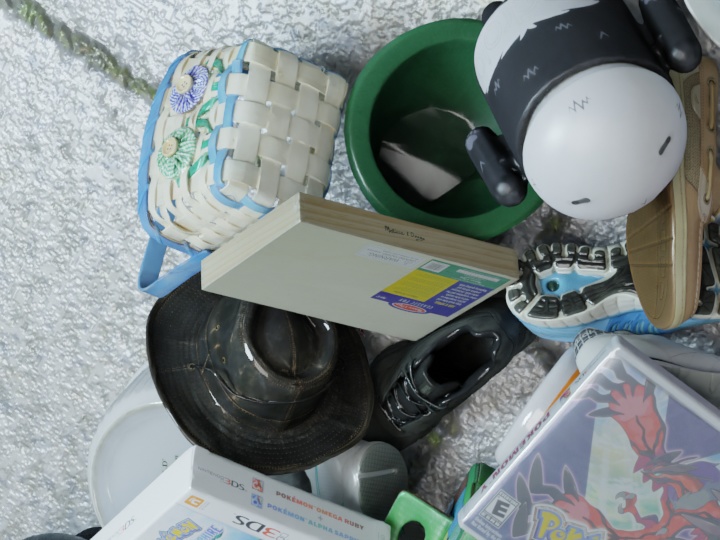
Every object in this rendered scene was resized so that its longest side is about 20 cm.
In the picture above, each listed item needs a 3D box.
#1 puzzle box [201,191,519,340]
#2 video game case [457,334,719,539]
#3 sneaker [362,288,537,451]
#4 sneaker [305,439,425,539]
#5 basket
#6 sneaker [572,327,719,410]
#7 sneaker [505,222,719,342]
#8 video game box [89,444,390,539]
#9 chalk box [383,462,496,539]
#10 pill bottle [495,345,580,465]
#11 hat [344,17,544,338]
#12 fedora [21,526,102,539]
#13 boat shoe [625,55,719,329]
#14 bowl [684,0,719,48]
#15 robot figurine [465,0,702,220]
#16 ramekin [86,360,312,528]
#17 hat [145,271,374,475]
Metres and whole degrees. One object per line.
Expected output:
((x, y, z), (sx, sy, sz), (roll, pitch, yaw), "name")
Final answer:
((0.000, 0.000, 1.670), (0.133, 0.199, 0.026), (-33, 52, 46), "puzzle box")
((0.201, 0.170, 1.633), (0.199, 0.023, 0.183), (36, 108, -13), "video game case")
((0.050, 0.085, 1.773), (0.076, 0.091, 0.200), (46, 118, 1), "sneaker")
((0.007, 0.211, 1.834), (0.080, 0.070, 0.202), (14, 131, 38), "sneaker")
((-0.102, -0.083, 1.715), (0.138, 0.178, 0.200), (19, 155, -22), "basket")
((0.249, 0.085, 1.680), (0.199, 0.081, 0.077), (18, 108, -27), "sneaker")
((0.210, 0.015, 1.706), (0.198, 0.090, 0.079), (-2, 66, 8), "sneaker")
((-0.105, 0.227, 1.761), (0.181, 0.047, 0.200), (26, 134, -23), "video game box")
((0.106, 0.242, 1.752), (0.199, 0.124, 0.125), (26, 110, -3), "chalk box")
((0.210, 0.156, 1.719), (0.199, 0.113, 0.113), (36, 115, 7), "pill bottle")
((0.051, -0.082, 1.761), (0.199, 0.176, 0.166), (-33, 86, -13), "hat")
((-0.213, 0.291, 1.931), (0.199, 0.092, 0.202), (14, 124, 22), "fedora")
((0.234, -0.058, 1.639), (0.064, 0.071, 0.202), (2, 86, -22), "boat shoe")
((0.319, -0.234, 1.568), (0.199, 0.090, 0.203), (6, 107, 19), "bowl")
((0.153, -0.125, 1.601), (0.124, 0.201, 0.151), (0, 130, -21), "robot figurine")
((-0.129, 0.164, 1.859), (0.198, 0.105, 0.202), (6, 108, 20), "ramekin")
((-0.070, 0.052, 1.741), (0.200, 0.201, 0.081), (34, 140, 9), "hat")
